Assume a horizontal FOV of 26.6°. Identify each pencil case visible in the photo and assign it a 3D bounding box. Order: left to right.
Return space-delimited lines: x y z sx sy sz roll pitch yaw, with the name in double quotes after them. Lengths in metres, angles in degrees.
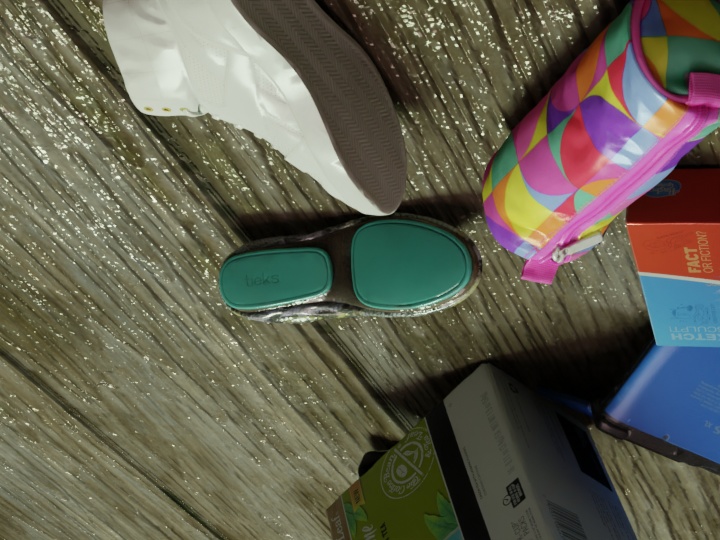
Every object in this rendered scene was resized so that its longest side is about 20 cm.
0.136 -0.072 0.829 0.088 0.089 0.200 18 150 -10 "pencil case"

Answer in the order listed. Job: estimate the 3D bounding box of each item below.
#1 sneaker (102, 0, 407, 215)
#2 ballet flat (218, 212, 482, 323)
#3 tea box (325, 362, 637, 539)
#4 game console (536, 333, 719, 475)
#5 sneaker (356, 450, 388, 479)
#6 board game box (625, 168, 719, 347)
-0.061 -0.103 0.871 0.115 0.074 0.200 -8 135 35 "sneaker"
0.000 0.000 1.040 0.198 0.073 0.072 -4 147 27 "ballet flat"
0.096 0.221 1.167 0.133 0.201 0.197 32 113 -31 "tea box"
0.261 0.094 1.136 0.198 0.119 0.171 23 118 -19 "game console"
0.086 0.190 1.312 0.198 0.076 0.088 -5 147 27 "sneaker"
0.272 -0.004 0.936 0.198 0.041 0.153 0 149 20 "board game box"
